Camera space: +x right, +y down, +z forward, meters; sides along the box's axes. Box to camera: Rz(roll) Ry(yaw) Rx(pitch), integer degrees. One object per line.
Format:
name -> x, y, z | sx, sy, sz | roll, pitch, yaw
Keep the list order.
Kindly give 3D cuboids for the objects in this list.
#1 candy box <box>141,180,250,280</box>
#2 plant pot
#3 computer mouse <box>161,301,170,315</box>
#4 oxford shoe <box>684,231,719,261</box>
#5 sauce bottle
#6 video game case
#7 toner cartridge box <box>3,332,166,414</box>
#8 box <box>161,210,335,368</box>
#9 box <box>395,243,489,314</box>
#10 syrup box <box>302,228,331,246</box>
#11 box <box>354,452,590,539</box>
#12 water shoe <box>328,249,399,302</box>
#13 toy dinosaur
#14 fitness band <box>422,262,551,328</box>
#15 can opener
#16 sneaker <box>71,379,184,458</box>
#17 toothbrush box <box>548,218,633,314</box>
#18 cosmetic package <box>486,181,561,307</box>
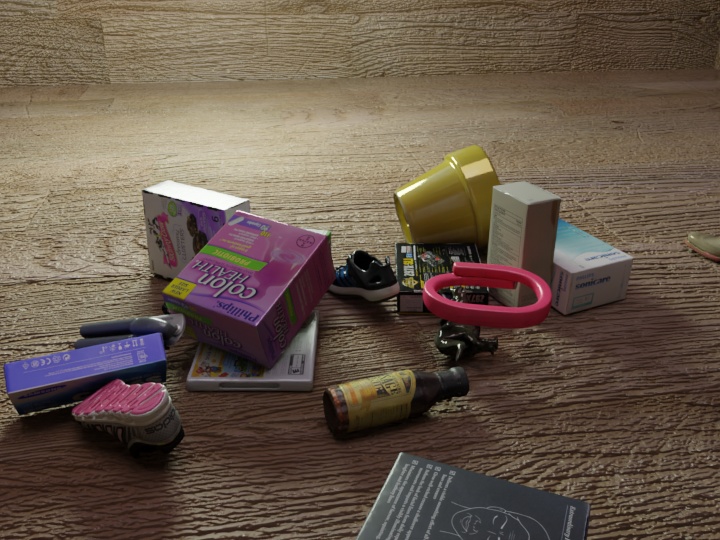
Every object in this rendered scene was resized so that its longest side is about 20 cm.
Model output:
candy box -> -0.295, -0.058, 1.270 | 0.198, 0.170, 0.071 | 15, 28, 27
plant pot -> 0.173, -0.127, 1.410 | 0.187, 0.202, 0.201 | -18, 28, -2
computer mouse -> -0.240, 0.049, 1.169 | 0.199, 0.059, 0.034 | -17, 53, -45
oxford shoe -> 0.745, -0.052, 1.381 | 0.199, 0.076, 0.070 | 22, 34, 37
sauce bottle -> 0.050, 0.168, 0.944 | 0.198, 0.067, 0.066 | -10, 28, -21
video game case -> -0.158, 0.119, 1.085 | 0.180, 0.023, 0.201 | 0, 28, -1
toner cartridge box -> -0.367, 0.140, 0.953 | 0.198, 0.095, 0.044 | -11, 65, -21
box -> -0.165, 0.022, 1.075 | 0.174, 0.097, 0.201 | 17, 51, 25
box -> 0.142, 0.011, 1.276 | 0.158, 0.050, 0.201 | -1, 27, 2
syrup box -> -0.113, -0.001, 1.259 | 0.080, 0.080, 0.200 | 6, 27, 9
box -> 0.105, 0.282, 0.669 | 0.198, 0.108, 0.148 | 10, 28, 20
water shoe -> 0.000, 0.000, 1.224 | 0.071, 0.080, 0.199 | -19, 16, -33
toy dinosaur -> 0.156, 0.103, 1.087 | 0.101, 0.078, 0.200 | -2, 29, 22
fitness band -> 0.197, 0.039, 1.098 | 0.198, 0.038, 0.144 | 4, 30, 6
can opener -> -0.344, 0.090, 1.039 | 0.198, 0.067, 0.053 | -9, 53, 26
sneaker -> -0.292, 0.193, 0.888 | 0.199, 0.088, 0.074 | -8, 26, 41
toothbrush box -> 0.370, -0.013, 1.285 | 0.145, 0.086, 0.200 | -12, 28, -25
cosmetic package -> 0.277, -0.041, 1.210 | 0.070, 0.202, 0.105 | -12, 29, -23
